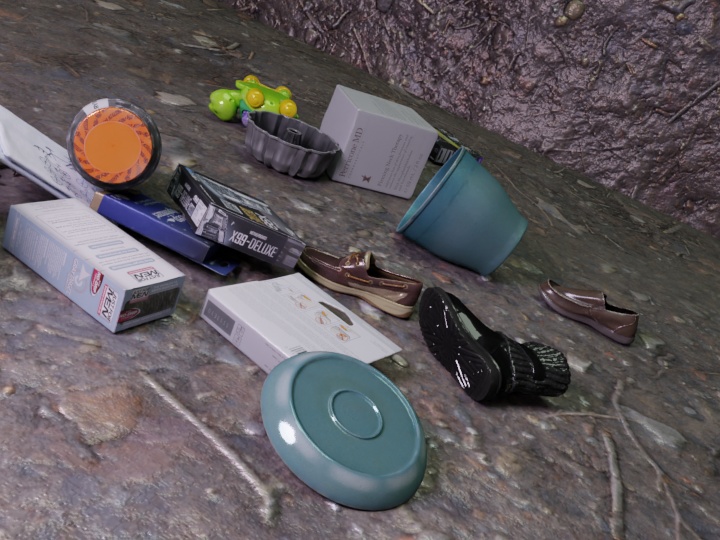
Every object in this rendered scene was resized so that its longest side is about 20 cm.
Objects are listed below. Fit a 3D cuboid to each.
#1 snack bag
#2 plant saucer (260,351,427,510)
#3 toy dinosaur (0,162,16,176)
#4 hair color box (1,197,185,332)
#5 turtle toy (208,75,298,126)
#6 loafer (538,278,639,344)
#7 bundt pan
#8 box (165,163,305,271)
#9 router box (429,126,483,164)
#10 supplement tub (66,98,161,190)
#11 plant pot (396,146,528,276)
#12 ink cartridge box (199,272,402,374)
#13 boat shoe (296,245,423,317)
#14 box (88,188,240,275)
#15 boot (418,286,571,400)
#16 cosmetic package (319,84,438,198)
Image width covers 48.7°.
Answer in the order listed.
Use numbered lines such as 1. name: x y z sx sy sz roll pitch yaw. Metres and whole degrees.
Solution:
1. snack bag: -0.432 -0.154 1.100 0.189 0.021 0.200 38 9 -45
2. plant saucer: -0.009 0.158 0.845 0.200 0.027 0.200 24 34 -18
3. toy dinosaur: -0.530 -0.175 1.111 0.101 0.058 0.200 20 22 -6
4. hair color box: -0.318 -0.012 0.946 0.200 0.061 0.099 32 24 21
5. turtle toy: -0.233 -0.363 1.761 0.200 0.101 0.146 15 24 -19
6. loafer: 0.432 0.062 1.492 0.200 0.071 0.073 27 22 9
7. bundt pan: -0.148 -0.252 1.628 0.202 0.076 0.202 20 22 -9
8. box: -0.187 -0.080 1.171 0.158 0.050 0.200 23 11 -32
9. router box: 0.228 -0.352 2.248 0.157 0.052 0.200 9 26 -33
10. supplement tub: -0.339 -0.176 1.102 0.122 0.123 0.200 16 5 -18
11. plant pot: 0.200 -0.095 1.489 0.188 0.200 0.200 38 22 -5
12. ink cartridge box: -0.073 0.079 1.002 0.200 0.044 0.173 35 25 26
13. boat shoe: 0.000 0.000 1.211 0.200 0.072 0.072 26 22 6
14. box: -0.260 -0.057 1.100 0.200 0.032 0.121 27 9 -2
15. boot: 0.188 0.105 1.144 0.158 0.079 0.211 -1 42 -32
16. cosmetic package: 0.028 -0.281 1.745 0.200 0.168 0.166 11 26 -26
